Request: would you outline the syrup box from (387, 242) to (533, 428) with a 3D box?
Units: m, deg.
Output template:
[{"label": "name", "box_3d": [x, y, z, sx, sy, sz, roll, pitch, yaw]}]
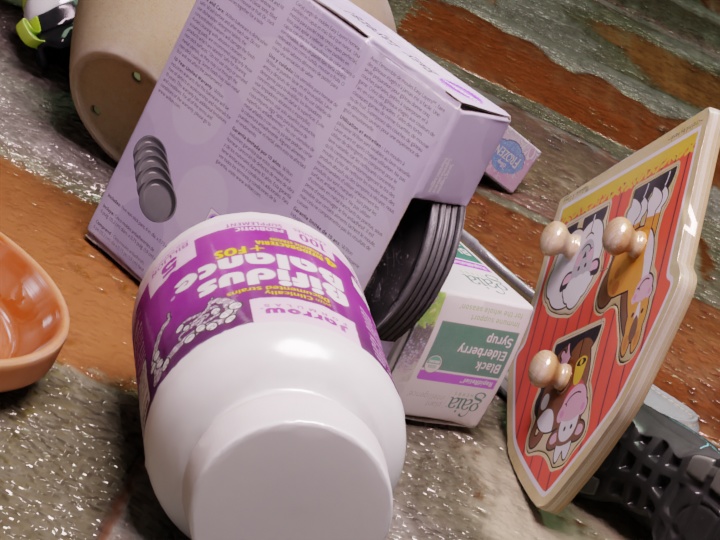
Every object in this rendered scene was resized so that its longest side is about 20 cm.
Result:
[{"label": "syrup box", "box_3d": [0.000, 0.000, 1.297, 0.079, 0.082, 0.200, 10, 22, -39]}]

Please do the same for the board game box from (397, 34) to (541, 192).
[{"label": "board game box", "box_3d": [0.014, -0.153, 1.726, 0.199, 0.043, 0.200, 39, 4, 34]}]

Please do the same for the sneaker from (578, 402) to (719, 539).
[{"label": "sneaker", "box_3d": [0.179, 0.119, 1.218, 0.079, 0.076, 0.200, 13, 21, -41]}]

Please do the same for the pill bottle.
[{"label": "pill bottle", "box_3d": [-0.040, 0.058, 1.021, 0.112, 0.113, 0.200, 21, 18, -16]}]

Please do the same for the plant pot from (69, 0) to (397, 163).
[{"label": "plant pot", "box_3d": [-0.096, -0.127, 1.405, 0.200, 0.201, 0.134, 31, 53, 17]}]

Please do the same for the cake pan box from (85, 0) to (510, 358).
[{"label": "cake pan box", "box_3d": [-0.035, -0.047, 1.211, 0.200, 0.185, 0.052, 37, 21, 35]}]

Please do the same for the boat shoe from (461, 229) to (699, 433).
[{"label": "boat shoe", "box_3d": [0.110, 0.043, 1.351, 0.202, 0.065, 0.074, 33, 19, 21]}]

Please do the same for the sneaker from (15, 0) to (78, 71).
[{"label": "sneaker", "box_3d": [-0.142, -0.133, 1.545, 0.200, 0.072, 0.083, 19, 52, -32]}]

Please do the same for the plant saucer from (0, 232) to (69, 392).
[{"label": "plant saucer", "box_3d": [-0.228, 0.001, 1.058, 0.200, 0.032, 0.200, 23, 18, -8]}]

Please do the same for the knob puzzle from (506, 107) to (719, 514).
[{"label": "knob puzzle", "box_3d": [0.114, 0.027, 1.219, 0.030, 0.220, 0.220, 22, 18, -16]}]
